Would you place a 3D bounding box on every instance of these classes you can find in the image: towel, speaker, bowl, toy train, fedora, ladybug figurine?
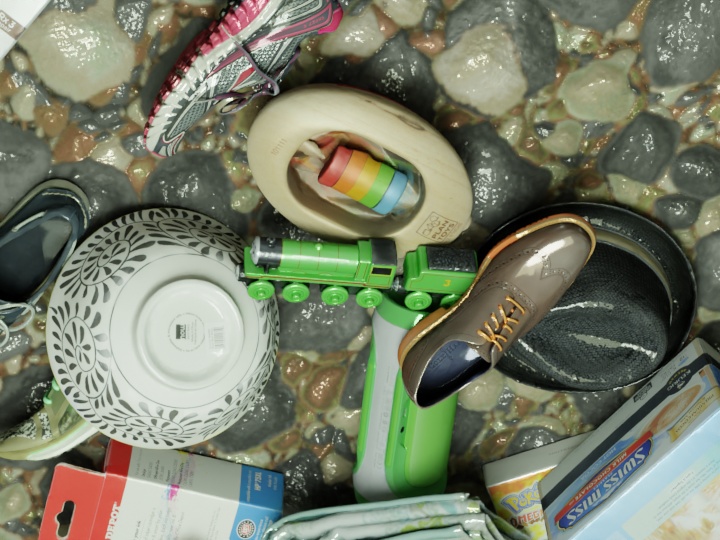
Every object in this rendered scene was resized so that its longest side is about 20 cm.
[{"bbox_3d":[0.037,0.241,1.614,0.200,0.048,0.171,-10,155,21],"label":"towel"},{"bbox_3d":[0.042,0.111,1.608,0.088,0.088,0.200,6,114,-4],"label":"speaker"},{"bbox_3d":[-0.148,0.050,1.526,0.201,0.094,0.201,-1,92,-19],"label":"bowl"},{"bbox_3d":[0.000,0.000,1.515,0.200,0.042,0.056,4,140,-11],"label":"toy train"},{"bbox_3d":[0.186,0.039,1.572,0.200,0.092,0.201,0,114,-1],"label":"fedora"},{"bbox_3d":[0.002,-0.085,1.520,0.200,0.072,0.136,29,120,-18],"label":"ladybug figurine"}]

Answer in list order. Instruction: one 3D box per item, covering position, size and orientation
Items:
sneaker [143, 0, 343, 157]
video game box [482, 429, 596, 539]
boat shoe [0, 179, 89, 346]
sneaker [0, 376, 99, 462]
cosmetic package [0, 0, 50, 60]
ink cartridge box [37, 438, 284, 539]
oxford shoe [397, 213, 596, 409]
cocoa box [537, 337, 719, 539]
[{"bbox_3d":[-0.099,-0.157,1.479,0.075,0.081,0.200,39,115,-15],"label":"sneaker"},{"bbox_3d":[0.232,0.227,1.686,0.200,0.047,0.182,-19,111,7],"label":"video game box"},{"bbox_3d":[-0.297,0.011,1.569,0.200,0.062,0.075,-41,111,16],"label":"boat shoe"},{"bbox_3d":[-0.237,0.091,1.610,0.200,0.077,0.089,-29,102,4],"label":"sneaker"},{"bbox_3d":[-0.290,-0.229,1.456,0.102,0.074,0.200,37,110,-16],"label":"cosmetic package"},{"bbox_3d":[-0.177,0.221,1.663,0.200,0.067,0.116,14,115,-7],"label":"ink cartridge box"},{"bbox_3d":[0.112,0.037,1.485,0.071,0.073,0.200,37,111,-19],"label":"oxford shoe"},{"bbox_3d":[0.265,0.185,1.572,0.133,0.131,0.200,42,106,-15],"label":"cocoa box"}]
